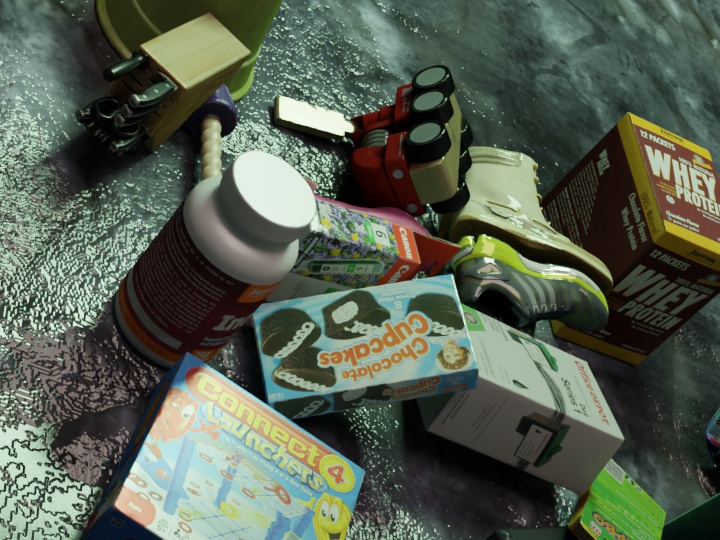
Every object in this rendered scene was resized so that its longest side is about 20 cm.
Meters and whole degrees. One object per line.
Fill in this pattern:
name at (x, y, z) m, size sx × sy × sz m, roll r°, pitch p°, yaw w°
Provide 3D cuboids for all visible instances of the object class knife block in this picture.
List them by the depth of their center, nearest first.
knife block at (-0.189, -0.190, 1.508) m, size 0.064 × 0.176 × 0.200 m, roll 44°, pitch 75°, yaw 0°

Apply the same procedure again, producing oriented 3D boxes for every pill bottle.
pill bottle at (-0.127, -0.010, 1.375) m, size 0.113 × 0.200 × 0.113 m, roll 25°, pitch 40°, yaw -23°

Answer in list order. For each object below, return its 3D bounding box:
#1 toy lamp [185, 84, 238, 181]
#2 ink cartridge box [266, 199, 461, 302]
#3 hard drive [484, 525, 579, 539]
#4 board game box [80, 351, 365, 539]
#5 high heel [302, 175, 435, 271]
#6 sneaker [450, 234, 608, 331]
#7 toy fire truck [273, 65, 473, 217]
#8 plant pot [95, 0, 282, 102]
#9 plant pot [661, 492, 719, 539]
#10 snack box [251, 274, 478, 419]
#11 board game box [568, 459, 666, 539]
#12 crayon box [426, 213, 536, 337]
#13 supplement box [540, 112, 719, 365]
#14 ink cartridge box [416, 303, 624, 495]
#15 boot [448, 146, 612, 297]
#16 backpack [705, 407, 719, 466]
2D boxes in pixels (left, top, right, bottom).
toy lamp at (-0.152, -0.118, 1.586) m, size 0.058 × 0.058 × 0.201 m, roll 20°, pitch 43°, yaw -28°
ink cartridge box at (0.000, 0.000, 1.563) m, size 0.199 × 0.109 × 0.051 m, roll 16°, pitch 43°, yaw -32°
hard drive at (0.210, 0.339, 1.484) m, size 0.139 × 0.033 × 0.201 m, roll 6°, pitch 50°, yaw -40°
board game box at (-0.108, 0.197, 1.306) m, size 0.200 × 0.056 × 0.196 m, roll 35°, pitch 37°, yaw -12°
high heel at (-0.007, -0.037, 1.623) m, size 0.199 × 0.067 × 0.096 m, roll 31°, pitch 27°, yaw -8°
sneaker at (0.180, 0.034, 1.661) m, size 0.199 × 0.074 × 0.081 m, roll 19°, pitch 53°, yaw -20°
toy fire truck at (0.012, -0.142, 1.723) m, size 0.176 × 0.199 × 0.129 m, roll -82°, pitch 154°, yaw -51°
plant pot at (-0.155, -0.316, 1.670) m, size 0.199 × 0.190 × 0.201 m, roll 25°, pitch 39°, yaw -22°
plant pot at (0.407, 0.347, 1.582) m, size 0.200 × 0.141 × 0.142 m, roll 44°, pitch 35°, yaw -11°
snack box at (0.003, 0.072, 1.466) m, size 0.199 × 0.037 × 0.117 m, roll -9°, pitch 52°, yaw -6°
board game box at (0.264, 0.258, 1.583) m, size 0.096 × 0.030 × 0.200 m, roll 44°, pitch 18°, yaw 2°
crayon box at (0.145, -0.005, 1.756) m, size 0.125 × 0.052 × 0.200 m, roll 34°, pitch 36°, yaw -12°
supplement box at (0.322, -0.036, 1.829) m, size 0.132 × 0.200 × 0.198 m, roll 20°, pitch 41°, yaw -28°
ink cartridge box at (0.154, 0.127, 1.578) m, size 0.199 × 0.085 × 0.146 m, roll 24°, pitch 25°, yaw -23°
boot at (0.196, -0.055, 1.747) m, size 0.199 × 0.072 × 0.155 m, roll 24°, pitch 40°, yaw -12°
backpack at (0.522, 0.195, 1.812) m, size 0.200 × 0.183 × 0.135 m, roll 18°, pitch 24°, yaw -51°
